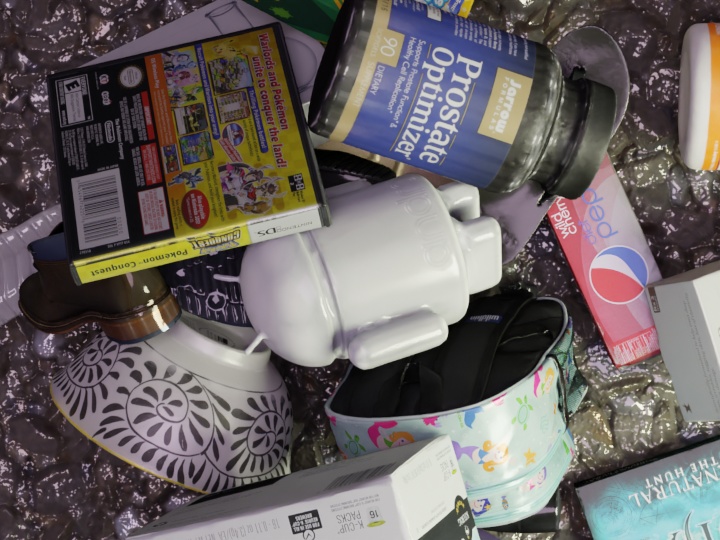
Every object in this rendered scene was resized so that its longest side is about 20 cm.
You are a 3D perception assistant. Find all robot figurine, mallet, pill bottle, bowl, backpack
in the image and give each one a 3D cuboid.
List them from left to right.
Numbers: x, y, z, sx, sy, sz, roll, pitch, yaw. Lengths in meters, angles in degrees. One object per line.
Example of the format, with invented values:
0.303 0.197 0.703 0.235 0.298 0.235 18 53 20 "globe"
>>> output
-0.126 0.083 1.330 0.201 0.201 0.094 26 102 3 "bowl"
0.000 0.000 1.248 0.200 0.170 0.113 -19 135 -11 "robot figurine"
0.070 0.109 1.295 0.177 0.200 0.151 -7 103 20 "backpack"
0.072 -0.120 1.228 0.200 0.112 0.112 17 95 -9 "pill bottle"
0.139 0.113 1.396 0.066 0.041 0.200 9 90 6 "mallet"
0.346 -0.131 1.323 0.200 0.113 0.113 1 93 5 "pill bottle"

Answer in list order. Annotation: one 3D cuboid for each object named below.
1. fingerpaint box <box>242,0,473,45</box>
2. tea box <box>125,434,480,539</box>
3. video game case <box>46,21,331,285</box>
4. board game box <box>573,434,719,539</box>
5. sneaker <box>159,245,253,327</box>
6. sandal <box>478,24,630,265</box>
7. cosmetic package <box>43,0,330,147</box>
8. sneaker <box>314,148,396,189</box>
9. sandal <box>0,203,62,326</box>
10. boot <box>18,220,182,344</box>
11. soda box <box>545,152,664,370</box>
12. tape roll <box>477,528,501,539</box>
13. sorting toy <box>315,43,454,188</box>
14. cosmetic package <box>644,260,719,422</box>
0.017 -0.266 1.312 0.167 0.073 0.200 27 74 -16 "fingerpaint box"
-0.021 0.235 1.166 0.200 0.134 0.197 -17 91 20 "tea box"
-0.127 -0.088 1.248 0.181 0.026 0.200 -13 49 -2 "video game case"
0.286 0.202 1.389 0.200 0.028 0.135 -20 90 6 "board game box"
-0.054 0.012 1.341 0.200 0.082 0.070 3 84 -5 "sneaker"
0.139 -0.090 1.308 0.075 0.045 0.200 31 95 5 "sandal"
-0.122 -0.128 1.335 0.200 0.052 0.151 -28 49 -10 "cosmetic package"
-0.067 -0.051 1.360 0.200 0.074 0.089 3 100 18 "sneaker"
-0.301 0.004 1.427 0.203 0.050 0.083 -20 106 -6 "sandal"
-0.213 -0.007 1.320 0.075 0.200 0.097 -37 115 -32 "boot"
0.187 -0.025 1.364 0.063 0.070 0.200 -24 90 5 "soda box"
0.027 0.234 1.329 0.200 0.200 0.085 18 95 4 "tape roll"
-0.003 -0.058 1.402 0.185 0.036 0.200 35 100 3 "sorting toy"
0.326 0.032 1.313 0.200 0.081 0.113 -20 92 -21 "cosmetic package"
